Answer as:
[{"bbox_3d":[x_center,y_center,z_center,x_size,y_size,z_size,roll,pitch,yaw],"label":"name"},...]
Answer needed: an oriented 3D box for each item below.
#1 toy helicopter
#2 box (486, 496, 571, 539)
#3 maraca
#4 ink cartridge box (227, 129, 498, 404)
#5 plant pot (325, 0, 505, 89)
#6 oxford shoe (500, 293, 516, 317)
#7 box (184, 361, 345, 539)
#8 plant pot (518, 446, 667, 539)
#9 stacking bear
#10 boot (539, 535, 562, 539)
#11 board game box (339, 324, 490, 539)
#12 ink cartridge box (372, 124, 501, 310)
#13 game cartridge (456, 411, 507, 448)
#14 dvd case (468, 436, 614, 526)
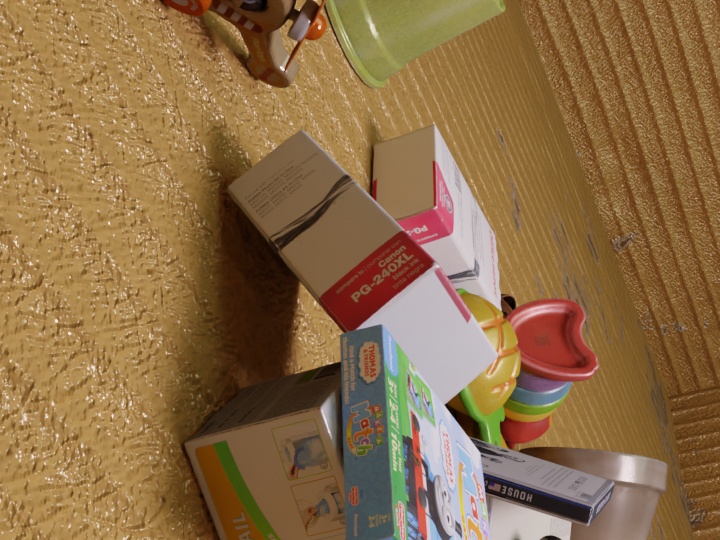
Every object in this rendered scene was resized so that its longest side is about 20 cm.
[{"bbox_3d":[-0.079,-0.209,0.896,0.200,0.132,0.079,71,40,-69],"label":"toy helicopter"},{"bbox_3d":[0.154,0.255,1.141,0.200,0.068,0.082,12,81,-55],"label":"box"},{"bbox_3d":[0.132,0.113,1.226,0.137,0.107,0.200,-67,142,-50],"label":"maraca"},{"bbox_3d":[0.000,0.000,0.846,0.200,0.083,0.145,49,-2,40],"label":"ink cartridge box"},{"bbox_3d":[0.071,-0.346,1.310,0.200,0.184,0.201,-17,90,-72],"label":"plant pot"},{"bbox_3d":[0.167,0.073,1.413,0.200,0.071,0.071,-57,130,-63],"label":"oxford shoe"},{"bbox_3d":[-0.024,0.179,0.743,0.112,0.101,0.200,-42,114,-70],"label":"box"},{"bbox_3d":[0.305,0.336,1.443,0.200,0.200,0.174,34,60,-62],"label":"plant pot"},{"bbox_3d":[0.213,0.145,1.361,0.200,0.114,0.122,98,-10,-47],"label":"stacking bear"},{"bbox_3d":[0.144,0.368,1.077,0.151,0.073,0.200,-38,158,-41],"label":"boot"},{"bbox_3d":[0.043,0.152,0.740,0.200,0.037,0.151,54,25,-47],"label":"board game box"},{"bbox_3d":[0.091,-0.046,1.273,0.145,0.084,0.200,-87,152,-43],"label":"ink cartridge box"},{"bbox_3d":[0.153,0.262,1.285,0.200,0.032,0.176,-79,147,-57],"label":"game cartridge"},{"bbox_3d":[0.140,0.197,1.058,0.150,0.200,0.025,6,98,-69],"label":"dvd case"}]
